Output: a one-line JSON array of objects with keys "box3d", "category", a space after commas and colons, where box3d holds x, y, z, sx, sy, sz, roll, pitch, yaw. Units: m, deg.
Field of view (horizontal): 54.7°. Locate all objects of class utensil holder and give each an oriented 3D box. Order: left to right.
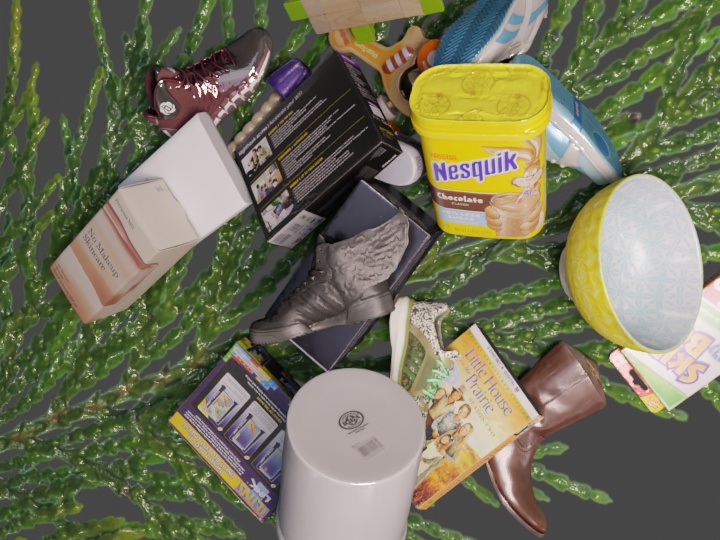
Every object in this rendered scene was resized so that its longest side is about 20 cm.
[{"box3d": [-0.015, 0.241, 0.822, 0.167, 0.171, 0.202, 16, 130, 11], "category": "utensil holder"}]

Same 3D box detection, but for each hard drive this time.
[{"box3d": [-0.243, -0.106, 0.953, 0.199, 0.026, 0.133, -29, 91, 35], "category": "hard drive"}]

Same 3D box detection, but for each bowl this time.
[{"box3d": [0.301, -0.003, 0.822, 0.107, 0.198, 0.204, -11, 94, 55], "category": "bowl"}]

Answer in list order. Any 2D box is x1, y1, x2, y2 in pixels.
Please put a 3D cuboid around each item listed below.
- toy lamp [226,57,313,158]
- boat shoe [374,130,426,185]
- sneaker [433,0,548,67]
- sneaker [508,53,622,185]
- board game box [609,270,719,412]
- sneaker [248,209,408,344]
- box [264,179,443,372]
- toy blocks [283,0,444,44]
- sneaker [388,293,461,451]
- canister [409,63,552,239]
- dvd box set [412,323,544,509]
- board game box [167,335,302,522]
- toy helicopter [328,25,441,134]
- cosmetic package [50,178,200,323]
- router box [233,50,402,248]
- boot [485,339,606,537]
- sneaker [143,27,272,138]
[{"box3d": [-0.140, -0.200, 0.943, 0.058, 0.058, 0.200, 44, 103, 6], "category": "toy lamp"}, {"box3d": [0.009, -0.165, 0.907, 0.198, 0.066, 0.071, 22, 121, 33], "category": "boat shoe"}, {"box3d": [0.162, -0.277, 0.817, 0.076, 0.081, 0.201, 22, 66, 44], "category": "sneaker"}, {"box3d": [0.219, -0.157, 0.863, 0.200, 0.080, 0.130, 42, 129, -12], "category": "sneaker"}, {"box3d": [0.415, 0.084, 0.858, 0.199, 0.030, 0.096, -41, 85, 16], "category": "board game box"}, {"box3d": [-0.035, 0.009, 0.753, 0.196, 0.060, 0.106, -13, 93, 9], "category": "sneaker"}, {"box3d": [0.000, 0.000, 0.865, 0.104, 0.182, 0.201, 38, 101, 7], "category": "box"}, {"box3d": [0.018, -0.370, 0.863, 0.197, 0.100, 0.138, 0, 55, 28], "category": "toy blocks"}, {"box3d": [0.085, 0.125, 0.885, 0.087, 0.077, 0.204, -7, 74, 17], "category": "sneaker"}, {"box3d": [0.143, -0.128, 0.796, 0.146, 0.201, 0.088, 5, 57, 18], "category": "canister"}, {"box3d": [0.116, 0.188, 0.902, 0.199, 0.029, 0.147, -41, 58, 14], "category": "dvd box set"}, {"box3d": [-0.147, 0.222, 0.984, 0.200, 0.057, 0.165, 45, 105, 5], "category": "board game box"}, {"box3d": [0.035, -0.258, 0.902, 0.199, 0.079, 0.134, 36, 111, 19], "category": "toy helicopter"}, {"box3d": [-0.326, -0.024, 0.958, 0.199, 0.087, 0.104, -38, 84, 32], "category": "cosmetic package"}, {"box3d": [-0.059, -0.147, 0.865, 0.199, 0.051, 0.151, -37, 62, 25], "category": "router box"}, {"box3d": [0.248, 0.214, 0.891, 0.199, 0.064, 0.188, -37, 85, 10], "category": "boot"}, {"box3d": [-0.210, -0.256, 0.917, 0.200, 0.115, 0.076, -48, 51, 12], "category": "sneaker"}]
